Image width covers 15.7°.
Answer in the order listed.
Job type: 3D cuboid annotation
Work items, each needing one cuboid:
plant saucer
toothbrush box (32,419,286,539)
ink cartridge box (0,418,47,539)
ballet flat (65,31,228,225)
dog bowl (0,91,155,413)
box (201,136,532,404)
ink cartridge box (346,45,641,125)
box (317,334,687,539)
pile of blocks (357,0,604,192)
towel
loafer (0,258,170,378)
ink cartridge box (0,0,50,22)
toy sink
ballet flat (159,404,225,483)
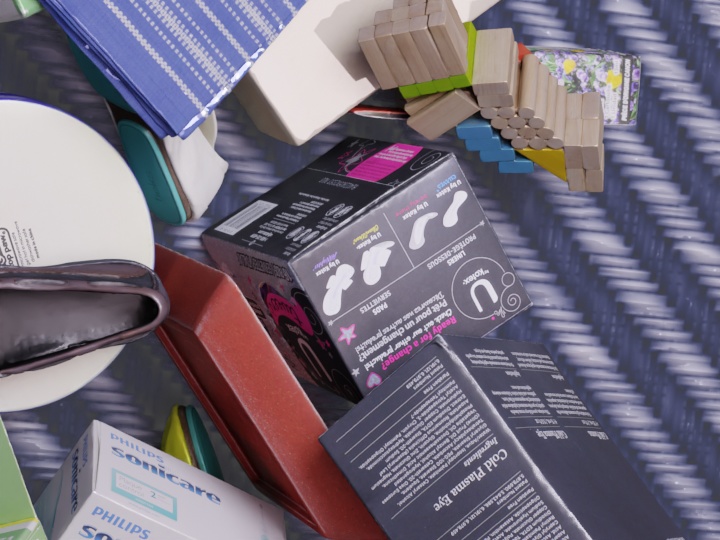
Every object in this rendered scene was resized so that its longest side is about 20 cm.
[{"bbox_3d":[-0.071,0.082,1.654,0.037,0.200,0.200,-34,106,-12],"label":"plant saucer"},{"bbox_3d":[-0.157,0.216,1.657,0.146,0.085,0.200,28,113,-20],"label":"toothbrush box"},{"bbox_3d":[-0.261,0.171,1.573,0.145,0.048,0.201,-14,107,18],"label":"ink cartridge box"},{"bbox_3d":[-0.132,-0.115,1.657,0.069,0.069,0.200,-34,136,-13],"label":"ballet flat"},{"bbox_3d":[-0.233,-0.012,1.649,0.199,0.079,0.201,-2,96,-20],"label":"dog bowl"},{"bbox_3d":[0.000,0.000,1.670,0.132,0.200,0.115,-34,105,-13],"label":"box"},{"bbox_3d":[0.073,-0.126,1.731,0.199,0.109,0.051,1,97,-20],"label":"ink cartridge box"},{"bbox_3d":[0.096,0.142,1.591,0.104,0.200,0.182,-42,73,15],"label":"box"},{"bbox_3d":[0.080,-0.118,1.653,0.200,0.082,0.062,35,44,-31],"label":"pile of blocks"},{"bbox_3d":[-0.095,-0.195,1.579,0.200,0.024,0.145,-49,114,-15],"label":"towel"},{"bbox_3d":[-0.212,0.031,1.579,0.199,0.063,0.072,-11,98,-13],"label":"loafer"},{"bbox_3d":[-0.178,-0.253,1.608,0.200,0.087,0.146,-31,107,-35],"label":"ink cartridge box"},{"bbox_3d":[-0.010,-0.194,1.694,0.200,0.112,0.131,-37,107,-7],"label":"toy sink"},{"bbox_3d":[-0.104,0.188,1.730,0.067,0.067,0.201,-22,105,6],"label":"ballet flat"}]
